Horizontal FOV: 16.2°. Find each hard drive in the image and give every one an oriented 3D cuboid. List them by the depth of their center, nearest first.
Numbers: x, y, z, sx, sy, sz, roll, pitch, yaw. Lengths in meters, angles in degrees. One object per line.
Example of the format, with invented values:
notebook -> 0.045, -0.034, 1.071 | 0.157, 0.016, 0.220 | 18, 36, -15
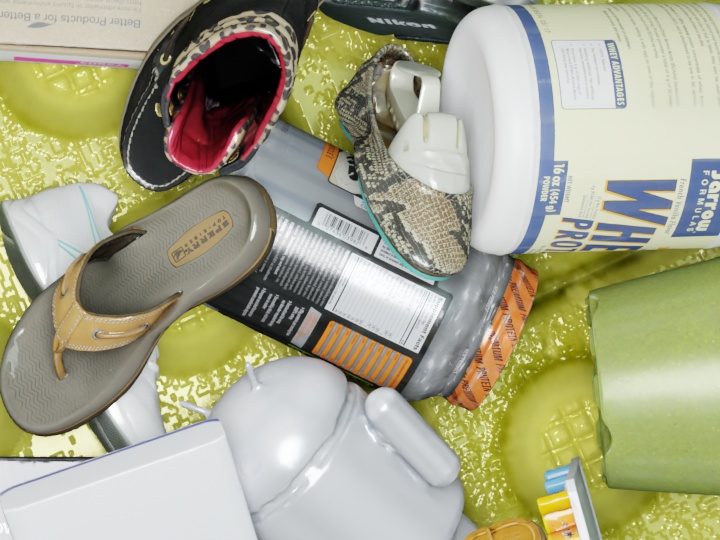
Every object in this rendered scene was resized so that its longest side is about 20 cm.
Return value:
hard drive -> -0.118, 0.191, 1.466 | 0.131, 0.025, 0.201 | -18, 122, -6

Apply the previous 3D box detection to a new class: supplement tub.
supplement tub -> 0.157, -0.084, 1.481 | 0.198, 0.145, 0.146 | -2, 86, -13
supplement tub -> 0.000, 0.000, 1.535 | 0.199, 0.123, 0.123 | 26, 83, -6

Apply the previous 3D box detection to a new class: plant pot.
plant pot -> 0.235, 0.063, 1.543 | 0.188, 0.200, 0.202 | -5, 87, 4

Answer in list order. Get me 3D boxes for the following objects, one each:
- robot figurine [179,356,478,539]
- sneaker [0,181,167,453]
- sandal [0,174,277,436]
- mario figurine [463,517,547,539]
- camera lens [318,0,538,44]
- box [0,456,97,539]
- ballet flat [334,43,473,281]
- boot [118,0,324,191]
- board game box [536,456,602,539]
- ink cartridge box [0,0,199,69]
robot figurine -> -0.018, 0.131, 1.517 | 0.200, 0.113, 0.169 | 43, 124, -18
sneaker -> -0.148, 0.033, 1.530 | 0.080, 0.070, 0.201 | -21, 76, -18
sandal -> -0.135, 0.016, 1.453 | 0.199, 0.055, 0.082 | -36, 71, 12
mario figurine -> 0.105, 0.227, 1.503 | 0.106, 0.201, 0.124 | 33, 66, 24
camera lens -> 0.044, -0.247, 1.538 | 0.159, 0.160, 0.202 | 12, 85, -6
box -> -0.170, 0.213, 1.542 | 0.142, 0.036, 0.202 | 0, 84, -8
ballet flat -> 0.029, -0.076, 1.471 | 0.067, 0.200, 0.076 | 16, 117, -21
boot -> -0.086, -0.100, 1.441 | 0.073, 0.151, 0.200 | 37, 117, -12
board game box -> 0.143, 0.217, 1.504 | 0.026, 0.200, 0.202 | -15, 88, 5
ink cartridge box -> -0.151, -0.208, 1.553 | 0.198, 0.075, 0.166 | 4, 87, -8
